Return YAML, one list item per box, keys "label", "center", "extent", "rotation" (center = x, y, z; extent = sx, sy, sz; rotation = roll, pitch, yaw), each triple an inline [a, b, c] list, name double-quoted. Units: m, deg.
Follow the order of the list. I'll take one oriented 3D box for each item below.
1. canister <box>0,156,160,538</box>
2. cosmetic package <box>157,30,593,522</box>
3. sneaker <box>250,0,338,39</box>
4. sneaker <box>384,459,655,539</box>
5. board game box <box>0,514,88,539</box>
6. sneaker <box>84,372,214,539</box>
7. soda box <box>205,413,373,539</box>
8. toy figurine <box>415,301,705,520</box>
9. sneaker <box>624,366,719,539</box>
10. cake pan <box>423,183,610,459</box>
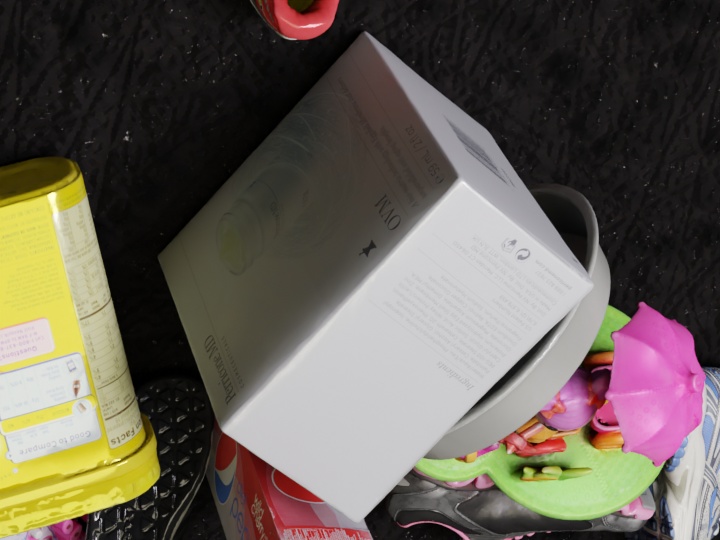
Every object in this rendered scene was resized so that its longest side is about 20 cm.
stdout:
- label: "canister"
  center: [-0.212, 0.047, 1.225]
  extent: [0.147, 0.087, 0.202]
  rotation: [-15, 111, -10]
- label: "cosmetic package"
  center: [0.000, 0.000, 1.215]
  extent: [0.123, 0.200, 0.200]
  rotation: [35, 104, -31]
- label: "sneaker"
  center: [-0.009, -0.222, 1.151]
  extent: [0.076, 0.085, 0.201]
  rotation: [7, 117, -21]
- label: "sneaker"
  center: [0.106, 0.157, 1.423]
  extent: [0.198, 0.079, 0.096]
  rotation: [14, 121, -15]
- label: "board game box"
  center: [-0.266, 0.248, 1.317]
  extent: [0.199, 0.026, 0.201]
  rotation: [-14, 130, -50]
- label: "sneaker"
  center: [-0.148, 0.162, 1.348]
  extent: [0.071, 0.083, 0.202]
  rotation: [18, 90, -2]
- label: "soda box"
  center: [-0.049, 0.144, 1.283]
  extent: [0.063, 0.200, 0.071]
  rotation: [7, 117, -19]
- label: "toy figurine"
  center: [0.133, 0.077, 1.283]
  extent: [0.198, 0.184, 0.152]
  rotation: [-3, 80, -12]
- label: "sneaker"
  center: [0.245, 0.156, 1.460]
  extent: [0.084, 0.077, 0.202]
  rotation: [-8, 122, -17]
- label: "cake pan"
  center: [0.075, 0.034, 1.256]
  extent: [0.200, 0.201, 0.037]
  rotation: [-42, 117, 9]
